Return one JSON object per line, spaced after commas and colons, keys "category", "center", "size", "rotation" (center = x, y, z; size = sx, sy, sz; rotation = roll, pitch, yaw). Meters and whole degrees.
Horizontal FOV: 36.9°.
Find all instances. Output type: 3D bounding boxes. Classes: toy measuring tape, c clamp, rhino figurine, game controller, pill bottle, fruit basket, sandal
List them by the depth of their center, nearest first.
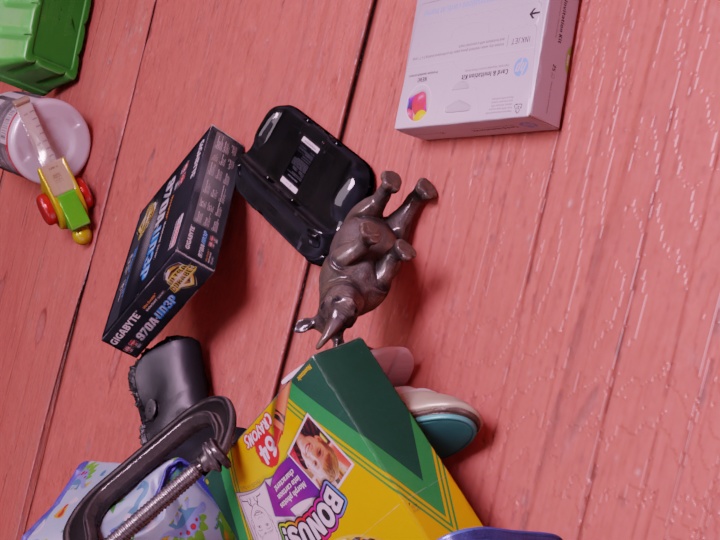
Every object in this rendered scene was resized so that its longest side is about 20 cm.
{"category": "c clamp", "center": [-0.165, 0.178, 0.831], "size": [0.200, 0.027, 0.170], "rotation": [-43, 20, -11]}
{"category": "rhino figurine", "center": [0.000, 0.000, 0.847], "size": [0.088, 0.059, 0.201], "rotation": [-47, 11, 38]}
{"category": "sandal", "center": [-0.039, 0.109, 0.909], "size": [0.207, 0.078, 0.060], "rotation": [-46, 50, 35]}
{"category": "game controller", "center": [-0.057, -0.086, 1.031], "size": [0.105, 0.042, 0.200], "rotation": [-53, 42, 6]}
{"category": "toy measuring tape", "center": [-0.401, -0.124, 1.400], "size": [0.073, 0.073, 0.203], "rotation": [-24, 93, 44]}
{"category": "pill bottle", "center": [-0.462, -0.188, 1.494], "size": [0.199, 0.113, 0.116], "rotation": [19, 94, 52]}
{"category": "fruit basket", "center": [-0.496, -0.367, 1.541], "size": [0.213, 0.155, 0.220], "rotation": [-8, 76, 34]}

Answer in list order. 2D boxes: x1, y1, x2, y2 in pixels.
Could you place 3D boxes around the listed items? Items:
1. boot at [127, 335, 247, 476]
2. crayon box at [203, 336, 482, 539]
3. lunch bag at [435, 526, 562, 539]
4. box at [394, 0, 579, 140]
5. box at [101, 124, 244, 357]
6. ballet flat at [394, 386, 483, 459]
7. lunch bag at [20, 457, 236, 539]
{"category": "boot", "center": [-0.168, 0.139, 1.060], "size": [0.200, 0.075, 0.171], "rotation": [-38, 55, 46]}
{"category": "crayon box", "center": [-0.019, 0.179, 0.809], "size": [0.174, 0.058, 0.200], "rotation": [57, 135, 17]}
{"category": "lunch bag", "center": [0.064, 0.272, 0.687], "size": [0.200, 0.134, 0.134], "rotation": [-48, 46, 30]}
{"category": "box", "center": [0.105, -0.210, 0.857], "size": [0.155, 0.041, 0.204], "rotation": [3, 81, 52]}
{"category": "box", "center": [-0.192, -0.031, 1.113], "size": [0.159, 0.046, 0.202], "rotation": [-43, 28, 36]}
{"category": "ballet flat", "center": [0.020, 0.128, 0.847], "size": [0.199, 0.069, 0.071], "rotation": [-37, 52, 39]}
{"category": "lunch bag", "center": [-0.169, 0.265, 0.952], "size": [0.169, 0.201, 0.128], "rotation": [-12, 31, 46]}
